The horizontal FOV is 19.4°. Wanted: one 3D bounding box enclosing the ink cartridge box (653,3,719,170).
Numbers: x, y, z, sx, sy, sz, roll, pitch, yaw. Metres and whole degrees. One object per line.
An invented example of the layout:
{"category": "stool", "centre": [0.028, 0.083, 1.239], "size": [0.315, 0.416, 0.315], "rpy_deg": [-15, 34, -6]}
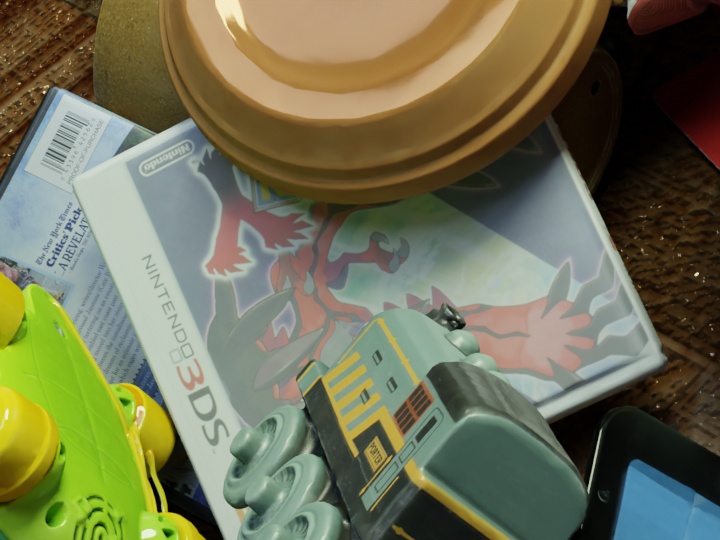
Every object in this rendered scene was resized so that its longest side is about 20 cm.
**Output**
{"category": "ink cartridge box", "centre": [0.227, -0.101, 0.896], "size": [0.175, 0.084, 0.200], "rpy_deg": [-35, 41, -1]}

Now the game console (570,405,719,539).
{"category": "game console", "centre": [0.160, 0.147, 0.672], "size": [0.176, 0.116, 0.200], "rpy_deg": [-6, 48, 28]}

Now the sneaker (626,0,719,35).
{"category": "sneaker", "centre": [0.129, -0.162, 0.804], "size": [0.078, 0.116, 0.200], "rpy_deg": [-18, 7, 22]}

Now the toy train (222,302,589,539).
{"category": "toy train", "centre": [0.014, 0.077, 0.767], "size": [0.114, 0.085, 0.200], "rpy_deg": [-49, 16, 6]}

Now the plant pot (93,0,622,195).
{"category": "plant pot", "centre": [0.012, -0.090, 0.968], "size": [0.200, 0.186, 0.186], "rpy_deg": [24, 65, 31]}

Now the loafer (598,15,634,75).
{"category": "loafer", "centre": [0.094, -0.162, 1.052], "size": [0.070, 0.068, 0.201], "rpy_deg": [-31, 40, 5]}

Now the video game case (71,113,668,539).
{"category": "video game case", "centre": [0.000, 0.000, 0.878], "size": [0.200, 0.023, 0.182], "rpy_deg": [-26, 81, 11]}

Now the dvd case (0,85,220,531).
{"category": "dvd case", "centre": [-0.086, 0.020, 0.930], "size": [0.200, 0.018, 0.143], "rpy_deg": [26, 86, 16]}

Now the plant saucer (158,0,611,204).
{"category": "plant saucer", "centre": [0.004, -0.127, 0.861], "size": [0.200, 0.037, 0.201], "rpy_deg": [-7, 71, 20]}

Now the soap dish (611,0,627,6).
{"category": "soap dish", "centre": [0.096, -0.220, 0.950], "size": [0.157, 0.081, 0.200], "rpy_deg": [-43, 52, -12]}

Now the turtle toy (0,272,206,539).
{"category": "turtle toy", "centre": [-0.147, 0.069, 0.850], "size": [0.101, 0.146, 0.200], "rpy_deg": [-35, 44, 9]}
